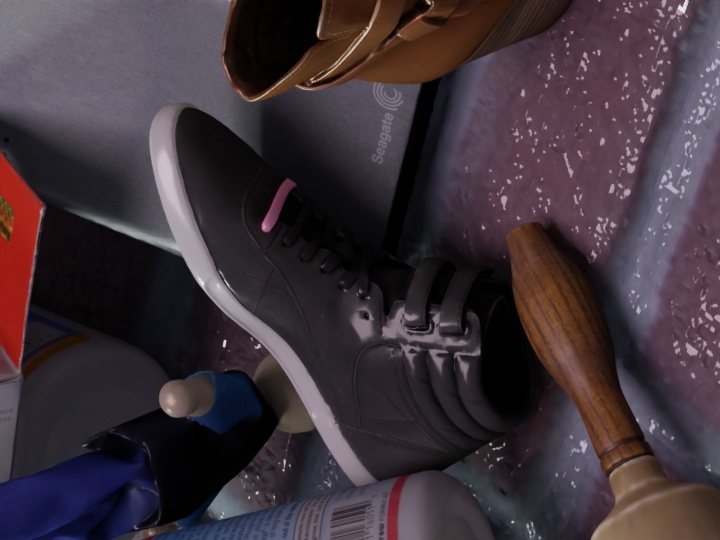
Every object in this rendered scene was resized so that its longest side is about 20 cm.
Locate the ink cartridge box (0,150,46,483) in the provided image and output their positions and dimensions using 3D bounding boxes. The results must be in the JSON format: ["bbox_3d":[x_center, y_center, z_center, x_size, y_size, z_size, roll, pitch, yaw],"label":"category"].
[{"bbox_3d":[-0.207,-0.001,1.317,0.200,0.043,0.174,47,137,45],"label":"ink cartridge box"}]

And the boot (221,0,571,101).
[{"bbox_3d":[0.033,-0.147,1.081,0.077,0.155,0.200,53,136,22],"label":"boot"}]

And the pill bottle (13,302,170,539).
[{"bbox_3d":[-0.190,0.064,1.441,0.200,0.112,0.112,19,117,44],"label":"pill bottle"}]

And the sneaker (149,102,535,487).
[{"bbox_3d":[0.000,0.000,1.204,0.099,0.071,0.200,-22,113,32],"label":"sneaker"}]

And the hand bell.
[{"bbox_3d":[0.103,0.068,1.156,0.104,0.104,0.200,-49,54,45],"label":"hand bell"}]

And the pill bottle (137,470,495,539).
[{"bbox_3d":[-0.043,0.156,1.228,0.200,0.109,0.109,-14,93,17],"label":"pill bottle"}]

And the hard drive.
[{"bbox_3d":[-0.070,-0.072,1.256,0.200,0.033,0.140,21,124,11],"label":"hard drive"}]

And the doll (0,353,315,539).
[{"bbox_3d":[-0.092,0.084,1.273,0.049,0.200,0.137,55,151,23],"label":"doll"}]
